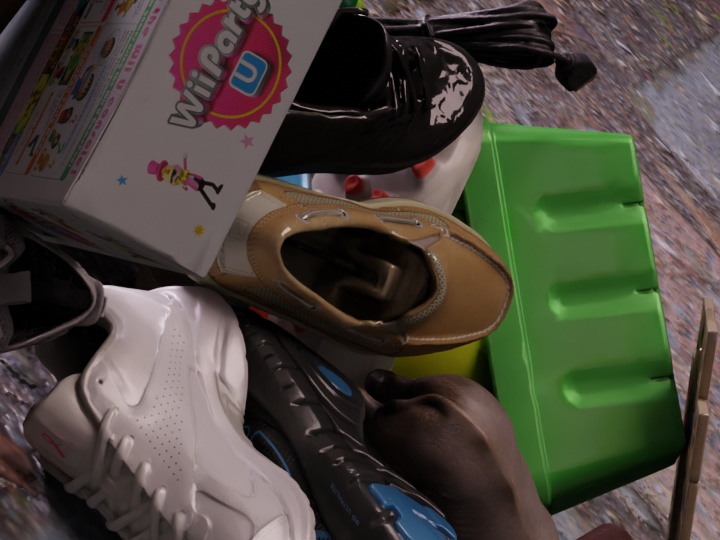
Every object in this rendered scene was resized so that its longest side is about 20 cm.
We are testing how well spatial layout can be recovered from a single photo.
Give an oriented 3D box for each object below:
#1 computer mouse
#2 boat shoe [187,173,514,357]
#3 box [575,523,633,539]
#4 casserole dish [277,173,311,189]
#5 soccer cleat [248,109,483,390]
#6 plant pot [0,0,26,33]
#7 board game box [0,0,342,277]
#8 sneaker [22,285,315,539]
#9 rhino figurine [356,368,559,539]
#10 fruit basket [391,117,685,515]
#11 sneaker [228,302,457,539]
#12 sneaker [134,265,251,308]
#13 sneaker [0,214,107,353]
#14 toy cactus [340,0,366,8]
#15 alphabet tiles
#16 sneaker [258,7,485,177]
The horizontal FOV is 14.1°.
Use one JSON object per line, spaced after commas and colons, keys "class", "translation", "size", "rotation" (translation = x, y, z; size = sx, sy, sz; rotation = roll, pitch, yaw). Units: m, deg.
{"class": "computer mouse", "translation": [0.049, -0.104, 1.432], "size": [0.200, 0.140, 0.046], "rotation": [55, 38, -75]}
{"class": "boat shoe", "translation": [0.009, 0.005, 1.255], "size": [0.076, 0.072, 0.199], "rotation": [17, 5, 42]}
{"class": "box", "translation": [0.058, 0.213, 1.011], "size": [0.166, 0.164, 0.200], "rotation": [49, 18, 10]}
{"class": "casserole dish", "translation": [-0.088, -0.081, 1.318], "size": [0.121, 0.039, 0.201], "rotation": [15, 43, -27]}
{"class": "soccer cleat", "translation": [0.000, 0.000, 1.354], "size": [0.069, 0.201, 0.078], "rotation": [16, -26, 32]}
{"class": "plant pot", "translation": [-0.206, -0.144, 1.131], "size": [0.200, 0.198, 0.200], "rotation": [40, 18, -16]}
{"class": "board game box", "translation": [-0.086, -0.081, 1.111], "size": [0.064, 0.148, 0.200], "rotation": [29, -7, -21]}
{"class": "sneaker", "translation": [-0.085, 0.083, 1.145], "size": [0.099, 0.078, 0.200], "rotation": [11, 36, -33]}
{"class": "rhino figurine", "translation": [0.055, 0.120, 1.323], "size": [0.087, 0.060, 0.200], "rotation": [10, -40, 43]}
{"class": "fruit basket", "translation": [0.052, 0.030, 1.454], "size": [0.216, 0.215, 0.156], "rotation": [49, -4, 9]}
{"class": "sneaker", "translation": [-0.033, 0.085, 1.205], "size": [0.073, 0.082, 0.200], "rotation": [31, 15, -33]}
{"class": "sneaker", "translation": [-0.053, -0.022, 1.416], "size": [0.070, 0.076, 0.200], "rotation": [43, 18, -11]}
{"class": "sneaker", "translation": [-0.163, -0.004, 1.076], "size": [0.082, 0.075, 0.200], "rotation": [8, 4, 22]}
{"class": "toy cactus", "translation": [-0.043, -0.136, 1.467], "size": [0.102, 0.166, 0.200], "rotation": [41, 32, 24]}
{"class": "alphabet tiles", "translation": [0.159, 0.119, 1.438], "size": [0.006, 0.201, 0.166], "rotation": [8, 9, 5]}
{"class": "sneaker", "translation": [-0.007, -0.077, 1.249], "size": [0.199, 0.104, 0.060], "rotation": [-12, 81, -34]}
